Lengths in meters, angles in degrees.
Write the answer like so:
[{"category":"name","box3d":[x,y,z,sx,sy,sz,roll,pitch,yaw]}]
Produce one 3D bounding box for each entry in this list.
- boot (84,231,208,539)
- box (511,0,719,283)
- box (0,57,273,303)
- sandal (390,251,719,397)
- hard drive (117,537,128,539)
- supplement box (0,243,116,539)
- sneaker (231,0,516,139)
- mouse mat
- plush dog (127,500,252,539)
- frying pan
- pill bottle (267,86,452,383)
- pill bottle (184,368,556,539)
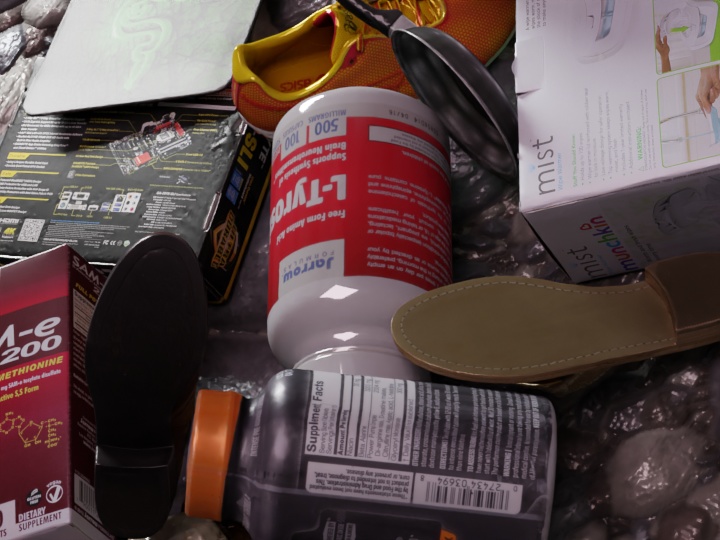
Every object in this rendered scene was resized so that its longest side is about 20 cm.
[{"category":"boot","box3d":[-0.116,0.032,1.418,0.068,0.189,0.200,0,25,1]},{"category":"box","box3d":[0.186,-0.114,1.424,0.176,0.097,0.201,-14,56,22]},{"category":"box","box3d":[-0.157,-0.063,1.612,0.199,0.049,0.160,3,61,30]},{"category":"sandal","box3d":[0.125,0.046,1.385,0.211,0.070,0.078,-10,48,-4]},{"category":"hard drive","box3d":[-0.228,0.129,1.545,0.139,0.033,0.200,-42,51,0]},{"category":"supplement box","box3d":[-0.211,0.093,1.497,0.108,0.061,0.201,-18,54,18]},{"category":"sneaker","box3d":[0.014,-0.143,1.532,0.199,0.077,0.073,-24,61,-9]},{"category":"mouse mat","box3d":[-0.137,-0.180,1.660,0.160,0.008,0.201,-6,42,22]},{"category":"plush dog","box3d":[-0.101,0.205,1.373,0.200,0.160,0.172,-49,27,-5]},{"category":"frying pan","box3d":[0.039,-0.124,1.474,0.031,0.115,0.190,-39,52,-9]},{"category":"pill bottle","box3d":[0.000,0.000,1.446,0.112,0.112,0.201,-14,56,21]},{"category":"pill bottle","box3d":[0.004,0.111,1.332,0.199,0.106,0.107,7,61,-1]}]
